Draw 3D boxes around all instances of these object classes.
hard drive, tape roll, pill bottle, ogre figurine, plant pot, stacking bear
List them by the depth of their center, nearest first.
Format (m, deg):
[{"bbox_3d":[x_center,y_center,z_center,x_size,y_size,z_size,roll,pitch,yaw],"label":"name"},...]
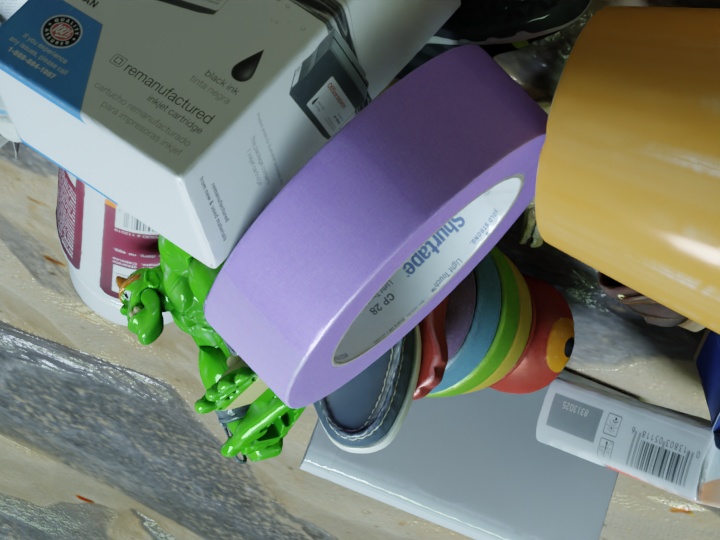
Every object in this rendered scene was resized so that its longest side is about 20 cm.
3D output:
[{"bbox_3d":[0.193,-0.051,1.360,0.182,0.201,0.201,16,153,17],"label":"plant pot"},{"bbox_3d":[0.013,-0.022,1.393,0.066,0.200,0.200,45,154,10],"label":"tape roll"},{"bbox_3d":[-0.080,0.033,1.591,0.098,0.120,0.200,-31,159,8],"label":"ogre figurine"},{"bbox_3d":[0.061,0.028,1.645,0.113,0.122,0.200,7,174,36],"label":"stacking bear"},{"bbox_3d":[-0.130,-0.050,1.667,0.114,0.115,0.200,20,153,2],"label":"pill bottle"},{"bbox_3d":[0.074,0.108,1.791,0.199,0.132,0.026,22,152,-2],"label":"hard drive"}]

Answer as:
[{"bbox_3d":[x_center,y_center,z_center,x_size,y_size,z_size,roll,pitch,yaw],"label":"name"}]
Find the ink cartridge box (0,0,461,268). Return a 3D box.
[{"bbox_3d":[-0.068,-0.124,1.362,0.144,0.200,0.084,32,158,27],"label":"ink cartridge box"}]

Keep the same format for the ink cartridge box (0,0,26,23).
[{"bbox_3d":[-0.278,-0.188,1.598,0.195,0.044,0.200,5,153,27],"label":"ink cartridge box"}]

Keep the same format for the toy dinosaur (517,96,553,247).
[{"bbox_3d":[0.083,-0.076,1.559,0.100,0.059,0.200,3,158,1],"label":"toy dinosaur"}]

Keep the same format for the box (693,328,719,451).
[{"bbox_3d":[0.263,0.091,1.610,0.121,0.033,0.200,25,-166,-3],"label":"box"}]

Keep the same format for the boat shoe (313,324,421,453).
[{"bbox_3d":[0.000,0.000,1.524,0.074,0.201,0.062,5,170,11],"label":"boat shoe"}]

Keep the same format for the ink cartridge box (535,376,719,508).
[{"bbox_3d":[0.232,0.123,1.689,0.199,0.050,0.162,20,179,-35],"label":"ink cartridge box"}]

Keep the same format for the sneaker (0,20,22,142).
[{"bbox_3d":[-0.105,-0.111,1.443,0.199,0.073,0.072,-4,-176,11],"label":"sneaker"}]

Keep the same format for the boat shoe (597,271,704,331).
[{"bbox_3d":[0.195,-0.017,1.550,0.070,0.071,0.200,21,153,-9],"label":"boat shoe"}]

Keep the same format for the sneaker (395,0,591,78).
[{"bbox_3d":[0.055,-0.142,1.449,0.199,0.072,0.083,-4,165,42],"label":"sneaker"}]

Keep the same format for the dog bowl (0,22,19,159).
[{"bbox_3d":[-0.289,-0.122,1.623,0.199,0.059,0.200,16,154,8],"label":"dog bowl"}]
